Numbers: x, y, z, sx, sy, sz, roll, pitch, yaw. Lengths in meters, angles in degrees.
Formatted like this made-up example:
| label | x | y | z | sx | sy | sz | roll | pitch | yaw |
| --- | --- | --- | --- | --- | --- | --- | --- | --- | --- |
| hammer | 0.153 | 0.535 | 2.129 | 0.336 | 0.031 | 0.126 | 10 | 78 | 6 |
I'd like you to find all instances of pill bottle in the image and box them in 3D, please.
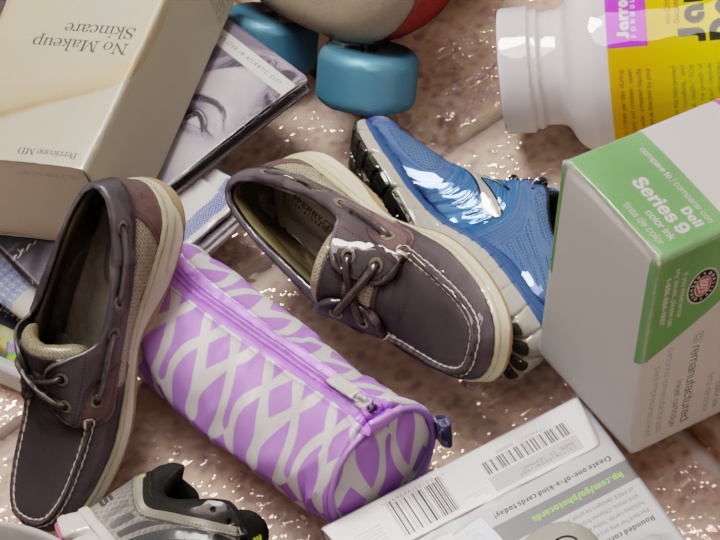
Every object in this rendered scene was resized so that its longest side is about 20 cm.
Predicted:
| label | x | y | z | sx | sy | sz | roll | pitch | yaw |
| --- | --- | --- | --- | --- | --- | --- | --- | --- | --- |
| pill bottle | 0.180 | -0.123 | 1.362 | 0.199 | 0.104 | 0.104 | -5 | 50 | 8 |

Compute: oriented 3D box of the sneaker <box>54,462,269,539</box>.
| label | x | y | z | sx | sy | sz | roll | pitch | yaw |
| --- | --- | --- | --- | --- | --- | --- | --- | --- | --- |
| sneaker | -0.071 | 0.163 | 1.197 | 0.087 | 0.074 | 0.200 | -41 | 50 | -14 |

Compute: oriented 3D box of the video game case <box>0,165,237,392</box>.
| label | x | y | z | sx | sy | sz | roll | pitch | yaw |
| --- | --- | --- | --- | --- | --- | --- | --- | --- | --- |
| video game case | -0.194 | -0.017 | 1.407 | 0.200 | 0.023 | 0.182 | 21 | 57 | 25 |

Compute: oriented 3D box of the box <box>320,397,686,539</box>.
| label | x | y | z | sx | sy | sz | roll | pitch | yaw |
| --- | --- | --- | --- | --- | --- | --- | --- | --- | --- |
| box | 0.094 | 0.173 | 1.177 | 0.156 | 0.041 | 0.200 | -27 | 50 | -11 |

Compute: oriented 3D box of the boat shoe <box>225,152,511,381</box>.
| label | x | y | z | sx | sy | sz | roll | pitch | yaw |
| --- | --- | --- | --- | --- | --- | --- | --- | --- | --- |
| boat shoe | 0.000 | 0.000 | 1.270 | 0.065 | 0.072 | 0.200 | -10 | 38 | -39 |

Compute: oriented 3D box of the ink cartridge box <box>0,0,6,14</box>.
| label | x | y | z | sx | sy | sz | roll | pitch | yaw |
| --- | --- | --- | --- | --- | --- | --- | --- | --- | --- |
| ink cartridge box | -0.273 | -0.135 | 1.412 | 0.094 | 0.037 | 0.200 | 13 | 69 | 10 |

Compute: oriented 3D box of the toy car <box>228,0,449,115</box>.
| label | x | y | z | sx | sy | sz | roll | pitch | yaw |
| --- | --- | --- | --- | --- | --- | --- | --- | --- | --- |
| toy car | 0.032 | -0.210 | 1.446 | 0.200 | 0.185 | 0.177 | -12 | 26 | -40 |

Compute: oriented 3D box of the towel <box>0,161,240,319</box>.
| label | x | y | z | sx | sy | sz | roll | pitch | yaw |
| --- | --- | --- | --- | --- | --- | --- | --- | --- | --- |
| towel | -0.173 | -0.040 | 1.392 | 0.147 | 0.024 | 0.200 | -42 | 54 | -19 |

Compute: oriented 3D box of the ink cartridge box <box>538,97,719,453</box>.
| label | x | y | z | sx | sy | sz | roll | pitch | yaw |
| --- | --- | --- | --- | --- | --- | --- | --- | --- | --- |
| ink cartridge box | 0.201 | -0.015 | 1.219 | 0.200 | 0.146 | 0.088 | -24 | 51 | -24 |

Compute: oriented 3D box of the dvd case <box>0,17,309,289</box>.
| label | x | y | z | sx | sy | sz | roll | pitch | yaw |
| --- | --- | --- | --- | --- | --- | --- | --- | --- | --- |
| dvd case | -0.150 | -0.087 | 1.398 | 0.200 | 0.016 | 0.149 | -38 | 52 | -16 |

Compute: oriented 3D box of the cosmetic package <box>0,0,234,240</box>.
| label | x | y | z | sx | sy | sz | roll | pitch | yaw |
| --- | --- | --- | --- | --- | --- | --- | --- | --- | --- |
| cosmetic package | -0.154 | -0.116 | 1.363 | 0.103 | 0.073 | 0.200 | 5 | 54 | 22 |

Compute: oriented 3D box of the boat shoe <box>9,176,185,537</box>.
| label | x | y | z | sx | sy | sz | roll | pitch | yaw |
| --- | --- | --- | --- | --- | --- | --- | --- | --- | --- |
| boat shoe | -0.153 | 0.043 | 1.260 | 0.072 | 0.065 | 0.200 | 24 | 97 | 36 |

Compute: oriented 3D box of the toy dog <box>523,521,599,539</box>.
| label | x | y | z | sx | sy | sz | roll | pitch | yaw |
| --- | --- | --- | --- | --- | --- | --- | --- | --- | --- |
| toy dog | 0.135 | 0.212 | 1.053 | 0.200 | 0.096 | 0.132 | 39 | 81 | -6 |

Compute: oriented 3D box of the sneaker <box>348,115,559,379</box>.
| label | x | y | z | sx | sy | sz | roll | pitch | yaw |
| --- | --- | --- | --- | --- | --- | --- | --- | --- | --- |
| sneaker | 0.063 | -0.021 | 1.333 | 0.089 | 0.079 | 0.200 | -23 | 51 | -27 |

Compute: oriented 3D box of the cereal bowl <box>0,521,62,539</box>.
| label | x | y | z | sx | sy | sz | roll | pitch | yaw |
| --- | --- | --- | --- | --- | --- | --- | --- | --- | --- |
| cereal bowl | -0.192 | 0.226 | 1.157 | 0.200 | 0.083 | 0.200 | -9 | 54 | 13 |

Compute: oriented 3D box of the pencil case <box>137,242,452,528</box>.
| label | x | y | z | sx | sy | sz | roll | pitch | yaw |
| --- | --- | --- | --- | --- | --- | --- | --- | --- | --- |
| pencil case | -0.050 | 0.060 | 1.272 | 0.200 | 0.086 | 0.084 | 32 | 61 | 33 |
